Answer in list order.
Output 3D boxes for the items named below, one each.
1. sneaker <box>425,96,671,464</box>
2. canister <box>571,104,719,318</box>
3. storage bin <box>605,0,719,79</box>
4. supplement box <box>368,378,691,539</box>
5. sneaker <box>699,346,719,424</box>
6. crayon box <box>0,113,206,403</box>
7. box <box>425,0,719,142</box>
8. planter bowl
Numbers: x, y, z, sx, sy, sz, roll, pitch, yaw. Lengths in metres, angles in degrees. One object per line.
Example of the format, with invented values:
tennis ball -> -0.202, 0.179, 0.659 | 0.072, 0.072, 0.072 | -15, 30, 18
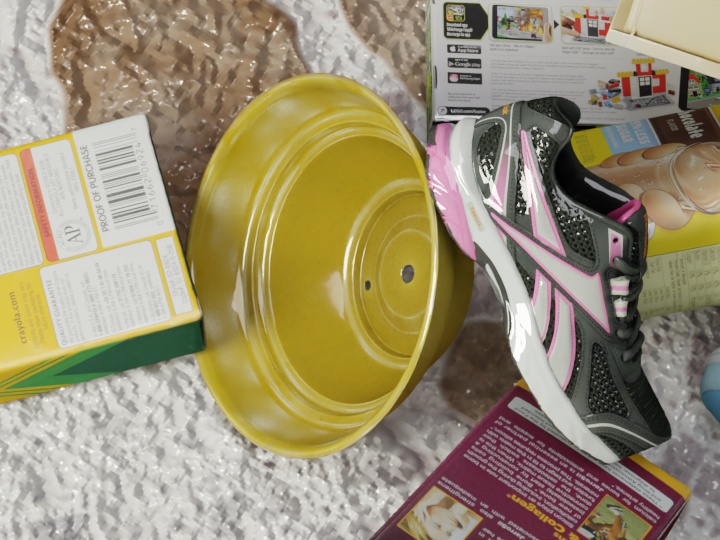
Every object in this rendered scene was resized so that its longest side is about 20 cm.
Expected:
sneaker -> 0.111, 0.003, 1.471 | 0.086, 0.080, 0.200 | -25, 107, 21
canister -> 0.211, -0.040, 1.573 | 0.199, 0.087, 0.149 | -11, 23, 0
storage bin -> 0.255, -0.181, 1.532 | 0.199, 0.094, 0.199 | 19, 47, 6
supplement box -> 0.071, 0.152, 1.462 | 0.110, 0.086, 0.200 | 33, 33, 10
sneaker -> 0.230, 0.137, 1.537 | 0.200, 0.080, 0.131 | 42, 68, 14
crayon box -> -0.194, 0.004, 1.571 | 0.199, 0.052, 0.126 | -14, 67, -6
box -> 0.137, -0.123, 1.669 | 0.199, 0.035, 0.110 | 2, 66, -4
planter bowl -> 0.000, 0.000, 1.553 | 0.083, 0.200, 0.201 | 5, 59, -42
